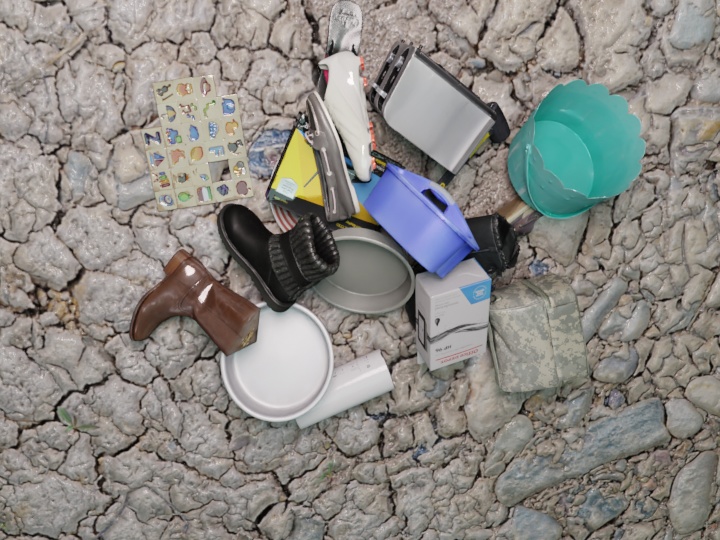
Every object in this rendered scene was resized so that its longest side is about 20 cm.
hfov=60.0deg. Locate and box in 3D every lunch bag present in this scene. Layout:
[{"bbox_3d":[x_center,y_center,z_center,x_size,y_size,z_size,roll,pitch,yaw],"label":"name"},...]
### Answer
[{"bbox_3d":[0.319,0.119,1.175,0.163,0.140,0.206,-16,109,-5],"label":"lunch bag"}]

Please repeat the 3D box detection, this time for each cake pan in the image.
[{"bbox_3d":[0.000,0.000,1.079,0.194,0.037,0.203,8,140,6],"label":"cake pan"}]

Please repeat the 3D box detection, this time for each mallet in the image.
[{"bbox_3d":[0.181,-0.209,1.059,0.199,0.041,0.067,-42,120,-21],"label":"mallet"}]

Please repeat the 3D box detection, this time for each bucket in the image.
[{"bbox_3d":[0.352,-0.195,1.047,0.200,0.135,0.214,2,78,-10],"label":"bucket"}]

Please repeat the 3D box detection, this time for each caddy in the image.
[{"bbox_3d":[0.099,-0.085,0.976,0.105,0.141,0.200,-48,70,9],"label":"caddy"}]

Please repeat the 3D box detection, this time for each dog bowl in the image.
[{"bbox_3d":[-0.143,0.155,1.094,0.193,0.079,0.207,0,86,-2],"label":"dog bowl"}]

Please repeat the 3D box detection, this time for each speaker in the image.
[{"bbox_3d":[-0.038,0.222,1.171,0.195,0.081,0.083,-23,111,-3],"label":"speaker"}]

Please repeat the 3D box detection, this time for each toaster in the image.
[{"bbox_3d":[0.113,-0.261,0.995,0.197,0.182,0.120,31,106,-19],"label":"toaster"}]

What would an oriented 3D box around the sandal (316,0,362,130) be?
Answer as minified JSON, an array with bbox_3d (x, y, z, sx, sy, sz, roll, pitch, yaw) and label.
[{"bbox_3d":[-0.031,-0.330,1.014,0.073,0.045,0.206,1,107,-12],"label":"sandal"}]

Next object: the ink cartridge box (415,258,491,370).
[{"bbox_3d":[0.157,0.093,1.075,0.113,0.068,0.205,-15,127,-14],"label":"ink cartridge box"}]

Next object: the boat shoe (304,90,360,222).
[{"bbox_3d":[-0.055,-0.170,0.968,0.056,0.067,0.205,-23,114,-8],"label":"boat shoe"}]

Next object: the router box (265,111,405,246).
[{"bbox_3d":[-0.042,-0.150,1.041,0.196,0.051,0.152,22,102,-19],"label":"router box"}]

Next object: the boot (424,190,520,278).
[{"bbox_3d":[0.176,-0.077,1.070,0.073,0.160,0.201,-44,119,-32],"label":"boot"}]

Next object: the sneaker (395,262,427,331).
[{"bbox_3d":[0.128,0.034,1.115,0.104,0.200,0.060,46,51,4],"label":"sneaker"}]

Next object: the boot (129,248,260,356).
[{"bbox_3d":[-0.275,0.094,1.046,0.198,0.064,0.189,36,98,13],"label":"boot"}]

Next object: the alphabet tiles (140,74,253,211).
[{"bbox_3d":[-0.273,-0.210,1.028,0.162,0.008,0.206,-9,109,-7],"label":"alphabet tiles"}]

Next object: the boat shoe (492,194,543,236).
[{"bbox_3d":[0.291,-0.094,1.139,0.199,0.072,0.065,-40,106,-3],"label":"boat shoe"}]

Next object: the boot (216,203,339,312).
[{"bbox_3d":[-0.132,-0.053,1.009,0.213,0.079,0.157,53,130,3],"label":"boot"}]

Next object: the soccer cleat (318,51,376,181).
[{"bbox_3d":[-0.020,-0.237,0.975,0.075,0.069,0.207,-8,86,4],"label":"soccer cleat"}]

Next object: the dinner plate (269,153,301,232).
[{"bbox_3d":[-0.061,-0.137,1.083,0.193,0.024,0.207,-3,109,-9],"label":"dinner plate"}]
